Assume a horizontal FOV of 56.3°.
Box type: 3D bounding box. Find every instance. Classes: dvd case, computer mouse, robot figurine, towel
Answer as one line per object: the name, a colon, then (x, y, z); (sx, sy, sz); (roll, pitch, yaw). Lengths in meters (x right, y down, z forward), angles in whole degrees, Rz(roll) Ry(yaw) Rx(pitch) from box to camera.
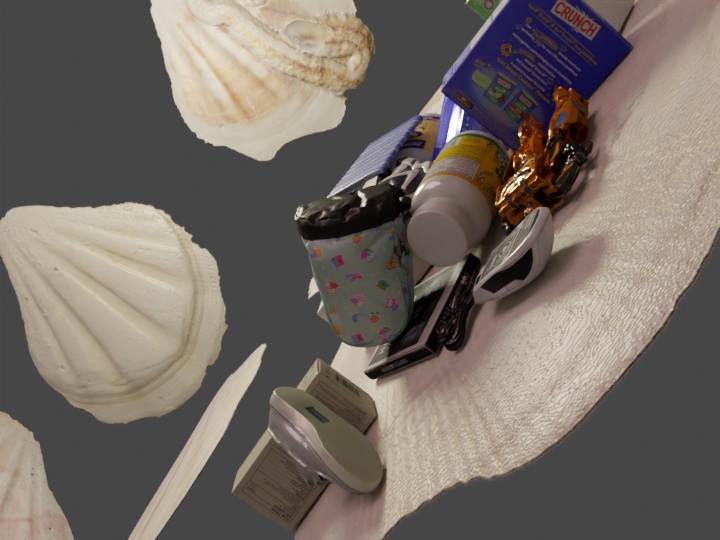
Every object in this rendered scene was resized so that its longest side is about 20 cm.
dvd case: (0.081, 0.069, 0.936); (0.152, 0.025, 0.200); (-60, 11, -27)
computer mouse: (0.154, 0.008, 0.728); (0.110, 0.044, 0.200); (-56, 2, -35)
robot figurine: (0.218, -0.130, 0.816); (0.145, 0.058, 0.202); (-47, 12, 48)
towel: (0.030, -0.198, 1.201); (0.143, 0.024, 0.201); (-25, 23, 42)

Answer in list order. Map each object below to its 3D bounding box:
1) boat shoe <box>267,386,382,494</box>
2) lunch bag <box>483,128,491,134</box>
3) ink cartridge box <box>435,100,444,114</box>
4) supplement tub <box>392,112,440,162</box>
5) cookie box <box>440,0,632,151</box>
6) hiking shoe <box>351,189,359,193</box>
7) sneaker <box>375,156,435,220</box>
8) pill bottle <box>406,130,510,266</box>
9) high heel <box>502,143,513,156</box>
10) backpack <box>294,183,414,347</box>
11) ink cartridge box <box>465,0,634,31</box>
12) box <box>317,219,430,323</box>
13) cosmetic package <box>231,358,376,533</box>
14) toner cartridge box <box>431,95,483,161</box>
boat shoe: (-0.048, 0.214, 0.799); (0.200, 0.069, 0.073); (31, 111, 46)
lunch bag: (0.254, -0.301, 1.164); (0.202, 0.081, 0.176); (-55, 9, -1)
ink cartridge box: (0.241, -0.367, 1.456); (0.146, 0.084, 0.200); (-55, 10, -4)
supplement tub: (0.117, -0.190, 1.278); (0.145, 0.144, 0.202); (-46, 13, 43)
cookie box: (0.236, -0.283, 0.924); (0.201, 0.170, 0.076); (-49, 13, 29)
hiking shoe: (-0.023, -0.071, 1.197); (0.102, 0.075, 0.200); (-61, -4, 23)
sneaker: (0.051, -0.124, 1.092); (0.128, 0.081, 0.198); (-28, 25, -25)
pill bottle: (0.134, -0.098, 0.922); (0.113, 0.112, 0.201); (-46, 7, 44)
high heel: (0.213, -0.261, 1.039); (0.202, 0.141, 0.071); (-54, 10, 7)
backpack: (0.000, 0.000, 0.921); (0.163, 0.204, 0.127); (-10, 20, 14)
ink cartridge box: (0.281, -0.401, 1.009); (0.088, 0.199, 0.145); (-54, 7, -23)
box: (0.029, 0.002, 1.181); (0.201, 0.105, 0.153); (-52, 9, 23)
cosmetic package: (-0.076, 0.236, 0.916); (0.201, 0.103, 0.073); (-53, 8, 6)
toner cartridge box: (0.157, -0.195, 1.118); (0.095, 0.042, 0.205); (-147, 67, -71)
